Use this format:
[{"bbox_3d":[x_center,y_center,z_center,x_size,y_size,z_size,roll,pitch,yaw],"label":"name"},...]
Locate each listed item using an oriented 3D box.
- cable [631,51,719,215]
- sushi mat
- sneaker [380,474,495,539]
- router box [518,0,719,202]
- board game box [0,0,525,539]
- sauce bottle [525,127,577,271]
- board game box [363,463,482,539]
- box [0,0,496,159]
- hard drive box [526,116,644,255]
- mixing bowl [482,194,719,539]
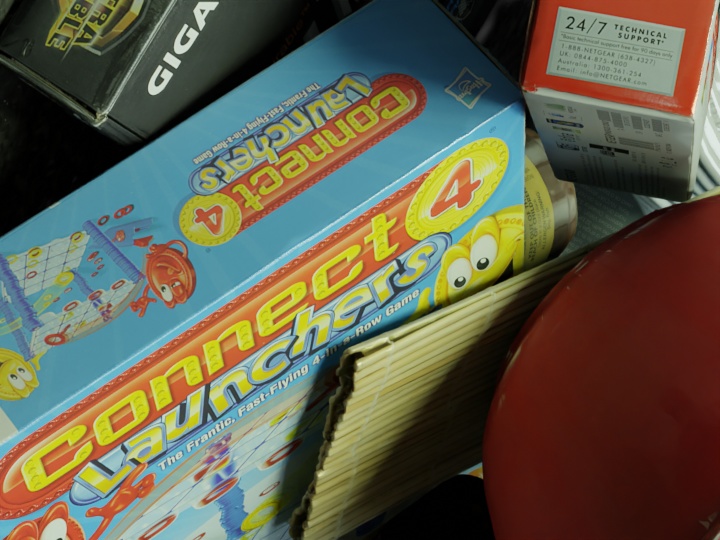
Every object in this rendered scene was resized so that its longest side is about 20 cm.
[{"bbox_3d":[0.157,-0.114,0.934,0.200,0.069,0.201,46,64,-38],"label":"cable"},{"bbox_3d":[0.061,0.025,0.763,0.199,0.012,0.096,-23,148,-35],"label":"sushi mat"},{"bbox_3d":[0.047,0.113,0.838,0.200,0.076,0.084,-22,114,-79],"label":"sneaker"},{"bbox_3d":[0.094,-0.122,0.708,0.200,0.048,0.181,34,67,-81],"label":"router box"},{"bbox_3d":[-0.041,0.036,0.720,0.199,0.056,0.196,-34,152,-16],"label":"board game box"},{"bbox_3d":[0.000,0.000,0.862,0.199,0.065,0.065,-24,141,-44],"label":"sauce bottle"},{"bbox_3d":[0.033,0.071,0.912,0.199,0.047,0.151,-25,161,-12],"label":"board game box"},{"bbox_3d":[-0.005,-0.113,0.726,0.201,0.050,0.198,-59,160,-1],"label":"box"},{"bbox_3d":[0.109,-0.001,1.082,0.201,0.077,0.156,-63,158,11],"label":"hard drive box"},{"bbox_3d":[0.112,0.049,0.733,0.199,0.108,0.201,-32,152,-19],"label":"mixing bowl"}]
